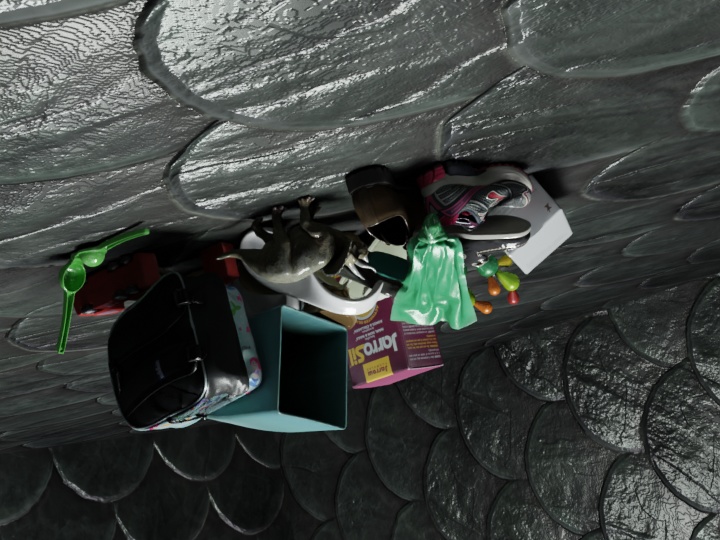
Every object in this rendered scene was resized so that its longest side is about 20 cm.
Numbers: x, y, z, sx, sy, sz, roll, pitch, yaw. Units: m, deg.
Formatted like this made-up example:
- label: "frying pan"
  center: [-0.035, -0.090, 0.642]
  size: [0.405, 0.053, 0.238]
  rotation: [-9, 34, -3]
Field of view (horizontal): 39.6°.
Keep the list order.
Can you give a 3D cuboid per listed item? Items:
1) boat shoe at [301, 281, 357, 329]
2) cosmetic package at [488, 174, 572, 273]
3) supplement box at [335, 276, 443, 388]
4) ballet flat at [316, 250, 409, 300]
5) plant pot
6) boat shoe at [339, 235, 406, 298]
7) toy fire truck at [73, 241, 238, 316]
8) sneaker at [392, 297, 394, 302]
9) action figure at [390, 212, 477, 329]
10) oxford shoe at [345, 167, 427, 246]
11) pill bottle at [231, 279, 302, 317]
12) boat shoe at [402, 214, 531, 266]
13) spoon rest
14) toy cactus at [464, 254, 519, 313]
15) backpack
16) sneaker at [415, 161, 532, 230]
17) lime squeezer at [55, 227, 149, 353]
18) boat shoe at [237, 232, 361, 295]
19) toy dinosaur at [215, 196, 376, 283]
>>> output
- label: "boat shoe"
  center: [-0.048, 0.046, 1.444]
  size: [0.070, 0.066, 0.200]
  rotation: [18, 170, -15]
- label: "cosmetic package"
  center: [0.247, -0.064, 1.470]
  size: [0.101, 0.074, 0.200]
  rotation: [-42, 162, 6]
- label: "supplement box"
  center: [0.039, 0.077, 1.642]
  size: [0.130, 0.204, 0.102]
  rotation: [-23, 165, 37]
- label: "ballet flat"
  center: [0.000, 0.000, 1.375]
  size: [0.197, 0.068, 0.069]
  rotation: [22, 123, 1]
- label: "plant pot"
  center: [-0.137, 0.148, 1.385]
  size: [0.197, 0.144, 0.140]
  rotation: [-13, 156, 36]
- label: "boat shoe"
  center: [0.042, -0.033, 1.486]
  size: [0.200, 0.071, 0.061]
  rotation: [-38, -160, 36]
- label: "toy fire truck"
  center: [-0.278, 0.014, 1.351]
  size: [0.198, 0.050, 0.140]
  rotation: [-22, 165, 32]
- label: "sneaker"
  center: [0.117, -0.015, 1.481]
  size: [0.200, 0.076, 0.081]
  rotation: [-49, -174, 40]
- label: "action figure"
  center: [0.092, -0.001, 1.263]
  size: [0.115, 0.056, 0.202]
  rotation: [-3, 144, 1]
- label: "oxford shoe"
  center: [0.040, -0.067, 1.260]
  size: [0.072, 0.086, 0.199]
  rotation: [-20, 168, 23]
- label: "pill bottle"
  center: [-0.145, 0.060, 1.570]
  size: [0.108, 0.113, 0.200]
  rotation: [-12, 168, -4]
- label: "boat shoe"
  center: [0.143, -0.034, 1.350]
  size: [0.197, 0.062, 0.074]
  rotation: [-3, -161, 33]
- label: "spoon rest"
  center: [-0.071, 0.006, 1.323]
  size: [0.197, 0.061, 0.100]
  rotation: [22, 134, 3]
- label: "toy cactus"
  center: [0.159, -0.021, 1.563]
  size: [0.197, 0.103, 0.167]
  rotation: [20, 140, 18]
- label: "backpack"
  center: [-0.233, 0.110, 1.286]
  size: [0.198, 0.181, 0.149]
  rotation: [-31, 158, 31]
- label: "sneaker"
  center: [0.150, -0.091, 1.295]
  size: [0.197, 0.076, 0.080]
  rotation: [-4, 165, -41]
- label: "lime squeezer"
  center: [-0.331, 0.002, 1.213]
  size: [0.037, 0.071, 0.201]
  rotation: [22, 114, -45]
- label: "boat shoe"
  center: [-0.090, -0.006, 1.432]
  size: [0.198, 0.075, 0.063]
  rotation: [-19, 175, -29]
- label: "toy dinosaur"
  center: [-0.084, -0.027, 1.251]
  size: [0.196, 0.104, 0.077]
  rotation: [-13, 168, -7]
